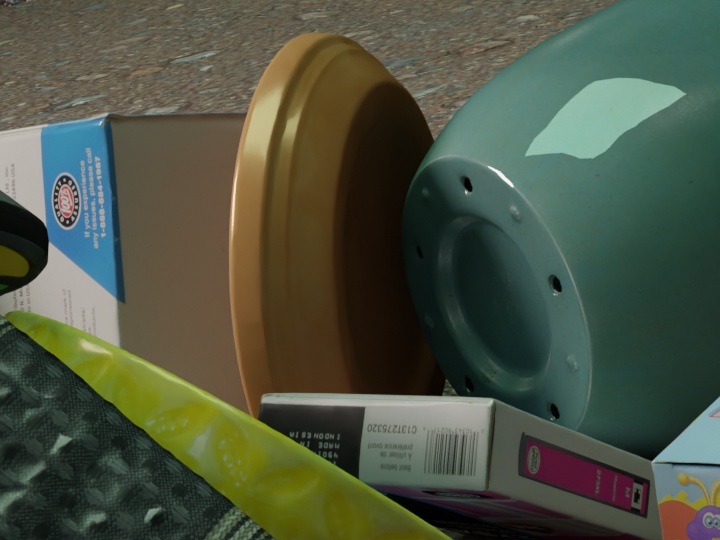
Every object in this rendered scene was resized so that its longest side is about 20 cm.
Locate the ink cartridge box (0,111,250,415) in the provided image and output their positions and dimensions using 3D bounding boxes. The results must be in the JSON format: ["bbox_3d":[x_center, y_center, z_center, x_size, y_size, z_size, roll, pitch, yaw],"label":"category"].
[{"bbox_3d":[-0.117,0.008,0.955,0.144,0.148,0.199,-6,2,-45],"label":"ink cartridge box"}]

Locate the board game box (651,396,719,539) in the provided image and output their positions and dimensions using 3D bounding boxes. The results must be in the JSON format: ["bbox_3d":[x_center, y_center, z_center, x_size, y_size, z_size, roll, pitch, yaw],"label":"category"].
[{"bbox_3d":[0.184,0.073,0.667,0.104,0.104,0.200,0,18,33],"label":"board game box"}]

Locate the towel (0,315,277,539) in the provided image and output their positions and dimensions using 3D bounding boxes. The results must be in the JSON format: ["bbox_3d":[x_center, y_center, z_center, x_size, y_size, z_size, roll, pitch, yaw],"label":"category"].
[{"bbox_3d":[-0.125,0.108,0.520,0.200,0.192,0.035,-48,-12,-24],"label":"towel"}]

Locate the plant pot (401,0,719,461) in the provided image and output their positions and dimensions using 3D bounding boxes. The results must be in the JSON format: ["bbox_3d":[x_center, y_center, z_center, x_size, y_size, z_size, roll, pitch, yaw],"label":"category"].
[{"bbox_3d":[0.114,-0.013,0.857,0.160,0.202,0.200,-21,18,-27],"label":"plant pot"}]

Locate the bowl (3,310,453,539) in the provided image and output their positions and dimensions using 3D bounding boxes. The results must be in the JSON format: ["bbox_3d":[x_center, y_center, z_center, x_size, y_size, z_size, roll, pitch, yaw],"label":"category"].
[{"bbox_3d":[-0.052,0.108,0.644,0.200,0.200,0.108,12,68,55],"label":"bowl"}]

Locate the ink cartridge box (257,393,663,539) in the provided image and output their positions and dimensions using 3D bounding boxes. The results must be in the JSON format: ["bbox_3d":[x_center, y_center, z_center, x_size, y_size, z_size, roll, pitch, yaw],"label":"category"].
[{"bbox_3d":[0.053,0.078,0.776,0.094,0.037,0.200,-1,-12,32],"label":"ink cartridge box"}]

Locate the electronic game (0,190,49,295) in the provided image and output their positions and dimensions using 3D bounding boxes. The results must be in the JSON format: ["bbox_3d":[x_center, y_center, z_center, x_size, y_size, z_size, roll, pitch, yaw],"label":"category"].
[{"bbox_3d":[-0.199,-0.005,0.663,0.198,0.042,0.200,-4,-9,-1],"label":"electronic game"}]

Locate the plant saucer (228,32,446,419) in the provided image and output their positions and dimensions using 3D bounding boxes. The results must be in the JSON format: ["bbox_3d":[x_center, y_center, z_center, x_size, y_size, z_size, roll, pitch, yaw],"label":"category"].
[{"bbox_3d":[0.000,0.000,0.875,0.037,0.202,0.200,-1,17,21],"label":"plant saucer"}]
